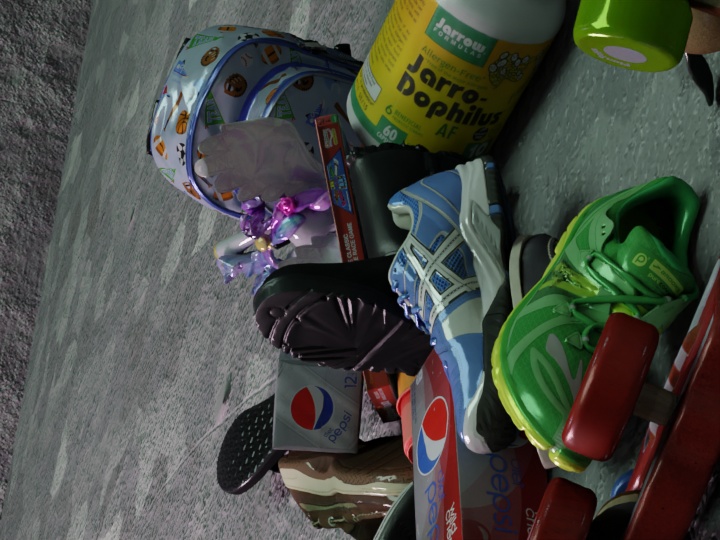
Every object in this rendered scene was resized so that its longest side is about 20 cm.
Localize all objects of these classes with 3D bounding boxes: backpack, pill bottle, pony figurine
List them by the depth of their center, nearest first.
[{"bbox_3d":[0.076,-0.168,1.296,0.113,0.112,0.201,-94,26,-47],"label":"pill bottle"},{"bbox_3d":[-0.039,-0.044,1.469,0.168,0.192,0.200,61,146,5],"label":"pony figurine"},{"bbox_3d":[-0.084,-0.123,1.634,0.154,0.189,0.202,19,94,57],"label":"backpack"}]

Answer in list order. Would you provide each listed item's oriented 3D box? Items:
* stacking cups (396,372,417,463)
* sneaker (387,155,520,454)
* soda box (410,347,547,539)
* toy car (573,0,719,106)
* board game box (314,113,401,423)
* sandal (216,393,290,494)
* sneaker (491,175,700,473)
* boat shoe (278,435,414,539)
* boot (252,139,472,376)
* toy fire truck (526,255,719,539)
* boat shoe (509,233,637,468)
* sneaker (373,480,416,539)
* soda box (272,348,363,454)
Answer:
[{"bbox_3d":[0.050,0.047,1.283,0.061,0.060,0.201,122,153,-43],"label":"stacking cups"},{"bbox_3d":[0.061,0.025,1.137,0.076,0.076,0.202,65,-162,-52],"label":"sneaker"},{"bbox_3d":[0.073,0.134,1.131,0.070,0.063,0.201,121,156,-44],"label":"soda box"},{"bbox_3d":[0.195,-0.157,0.948,0.200,0.156,0.166,50,-125,-76],"label":"toy car"},{"bbox_3d":[0.000,0.000,1.322,0.103,0.019,0.202,63,-165,-71],"label":"board game box"},{"bbox_3d":[-0.061,0.139,1.608,0.200,0.045,0.076,-41,41,37],"label":"sandal"},{"bbox_3d":[0.128,0.017,0.976,0.084,0.074,0.201,-41,17,47],"label":"sneaker"},{"bbox_3d":[0.012,0.162,1.326,0.202,0.074,0.076,-4,107,66],"label":"boat shoe"},{"bbox_3d":[0.016,-0.015,1.232,0.073,0.196,0.164,-52,34,45],"label":"boot"},{"bbox_3d":[0.149,0.098,0.887,0.168,0.111,0.202,-41,-29,-73],"label":"toy fire truck"},{"bbox_3d":[0.126,0.040,1.086,0.201,0.062,0.073,-87,-23,-58],"label":"boat shoe"},{"bbox_3d":[0.013,0.218,1.229,0.115,0.075,0.203,-142,65,-70],"label":"sneaker"},{"bbox_3d":[-0.029,0.082,1.395,0.200,0.063,0.069,-86,-1,-81],"label":"soda box"}]
